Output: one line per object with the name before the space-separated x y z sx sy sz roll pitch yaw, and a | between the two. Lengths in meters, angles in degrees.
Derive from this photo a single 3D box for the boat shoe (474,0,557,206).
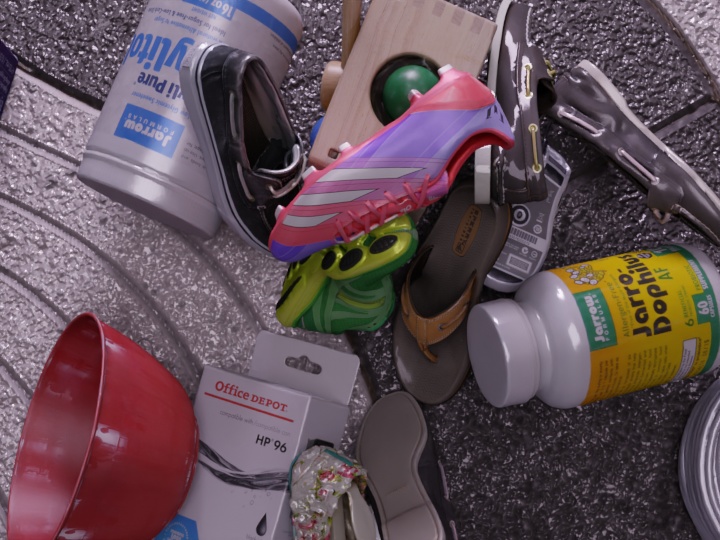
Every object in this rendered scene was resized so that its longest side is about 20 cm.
boat shoe | 0.130 -0.138 1.002 0.059 0.072 0.204 4 59 10

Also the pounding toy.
pounding toy | 0.018 -0.153 0.994 0.140 0.200 0.187 22 84 0

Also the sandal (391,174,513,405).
sandal | 0.070 0.019 1.021 0.081 0.054 0.203 30 113 23

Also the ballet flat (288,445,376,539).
ballet flat | -0.015 0.233 0.952 0.063 0.075 0.203 4 111 33

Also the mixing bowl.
mixing bowl | -0.197 0.146 0.977 0.107 0.199 0.203 19 83 -26

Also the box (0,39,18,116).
box | -0.371 -0.113 1.001 0.103 0.148 0.203 16 85 -1

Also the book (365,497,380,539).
book | 0.015 0.310 1.031 0.133 0.048 0.202 -33 89 -2

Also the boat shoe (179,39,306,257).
boat shoe | -0.078 -0.084 0.956 0.070 0.202 0.072 18 55 39

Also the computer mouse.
computer mouse | 0.142 -0.076 1.073 0.108 0.044 0.203 24 78 -5

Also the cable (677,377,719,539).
cable | 0.373 0.170 1.043 0.196 0.069 0.204 -12 85 -4

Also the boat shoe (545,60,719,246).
boat shoe | 0.231 -0.085 1.022 0.057 0.067 0.201 -41 76 6

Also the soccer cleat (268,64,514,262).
soccer cleat | 0.020 -0.063 0.892 0.199 0.067 0.077 -40 76 3

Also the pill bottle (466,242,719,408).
pill bottle | 0.192 0.049 1.008 0.197 0.113 0.115 -11 85 -16

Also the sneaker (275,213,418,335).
sneaker | 0.000 0.000 0.993 0.082 0.200 0.075 20 64 -19

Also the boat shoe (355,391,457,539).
boat shoe | 0.039 0.182 0.993 0.066 0.201 0.058 -21 124 6

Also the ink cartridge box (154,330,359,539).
ink cartridge box | -0.084 0.151 1.003 0.115 0.068 0.203 12 83 32

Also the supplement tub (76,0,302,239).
supplement tub | -0.140 -0.143 1.021 0.130 0.132 0.203 22 83 0
